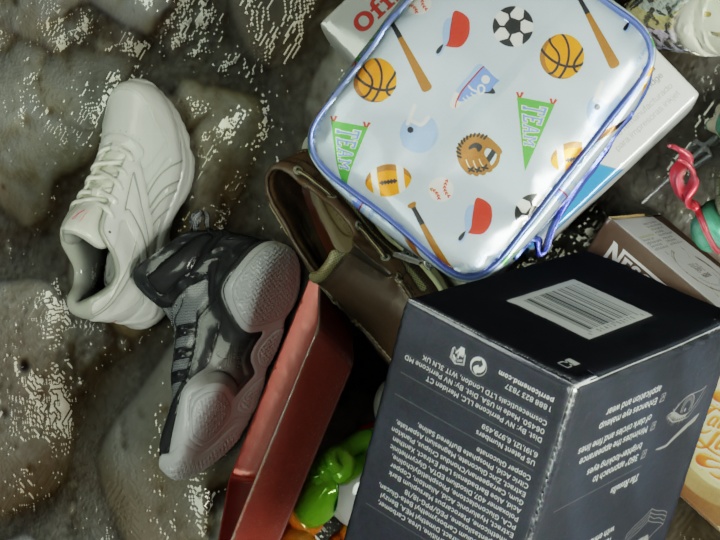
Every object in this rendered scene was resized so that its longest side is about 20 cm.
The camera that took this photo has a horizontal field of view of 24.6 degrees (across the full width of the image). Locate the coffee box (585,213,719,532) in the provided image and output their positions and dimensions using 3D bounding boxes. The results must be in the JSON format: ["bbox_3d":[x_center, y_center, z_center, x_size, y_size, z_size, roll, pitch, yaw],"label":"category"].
[{"bbox_3d":[0.216,0.068,1.036,0.200,0.080,0.114,44,117,25],"label":"coffee box"}]

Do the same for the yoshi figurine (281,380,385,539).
[{"bbox_3d":[0.026,0.142,1.155,0.112,0.112,0.200,39,109,15],"label":"yoshi figurine"}]

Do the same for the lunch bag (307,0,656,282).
[{"bbox_3d":[0.073,-0.093,0.984,0.160,0.076,0.200,38,93,4],"label":"lunch bag"}]

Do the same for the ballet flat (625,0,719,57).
[{"bbox_3d":[0.250,-0.167,1.012,0.200,0.072,0.072,-17,82,31],"label":"ballet flat"}]

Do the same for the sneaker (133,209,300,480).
[{"bbox_3d":[-0.128,0.054,1.269,0.114,0.075,0.200,29,100,30],"label":"sneaker"}]

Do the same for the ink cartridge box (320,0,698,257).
[{"bbox_3d":[0.095,-0.130,1.062,0.146,0.086,0.200,-43,85,4],"label":"ink cartridge box"}]

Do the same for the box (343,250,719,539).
[{"bbox_3d":[0.101,0.110,0.952,0.117,0.197,0.200,26,113,31],"label":"box"}]

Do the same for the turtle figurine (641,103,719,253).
[{"bbox_3d":[0.270,-0.053,0.996,0.200,0.101,0.150,-32,78,22],"label":"turtle figurine"}]

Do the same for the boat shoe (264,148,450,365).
[{"bbox_3d":[-0.003,0.004,1.114,0.202,0.075,0.075,55,129,25],"label":"boat shoe"}]

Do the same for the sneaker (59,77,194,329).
[{"bbox_3d":[-0.189,-0.052,1.289,0.078,0.099,0.200,4,93,33],"label":"sneaker"}]

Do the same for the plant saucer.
[{"bbox_3d":[-0.050,0.105,1.170,0.037,0.200,0.200,20,103,-6],"label":"plant saucer"}]

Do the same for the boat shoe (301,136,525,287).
[{"bbox_3d":[0.036,-0.050,1.167,0.200,0.060,0.074,28,129,42],"label":"boat shoe"}]
